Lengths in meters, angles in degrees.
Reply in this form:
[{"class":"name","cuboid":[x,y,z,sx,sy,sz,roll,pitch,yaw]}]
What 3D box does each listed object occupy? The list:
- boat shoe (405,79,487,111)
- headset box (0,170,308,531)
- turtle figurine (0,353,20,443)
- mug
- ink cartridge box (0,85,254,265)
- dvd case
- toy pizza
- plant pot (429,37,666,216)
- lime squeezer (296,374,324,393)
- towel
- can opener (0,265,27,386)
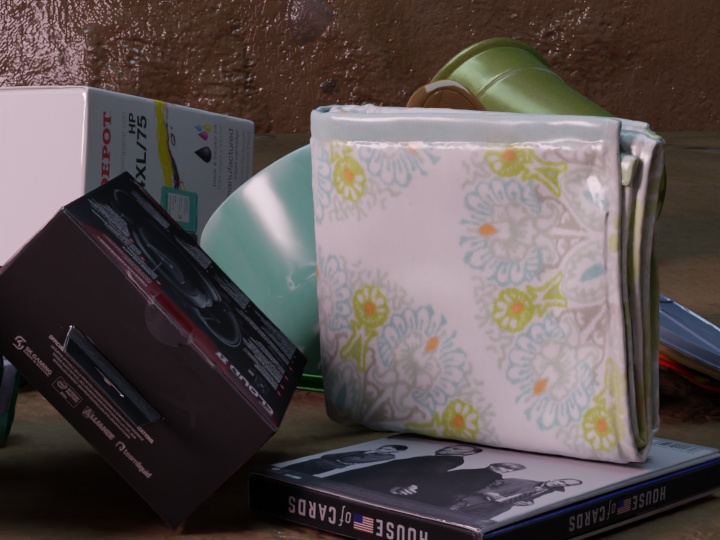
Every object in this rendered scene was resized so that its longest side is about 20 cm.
[{"class":"boat shoe","cuboid":[0.080,-0.031,1.405,0.073,0.201,0.066,-18,-8,-2]},{"class":"headset box","cuboid":[-0.109,0.036,1.036,0.077,0.149,0.200,-44,4,9]},{"class":"turtle figurine","cuboid":[-0.291,0.053,1.121,0.198,0.102,0.150,8,13,2]},{"class":"mug","cuboid":[0.001,-0.005,1.323,0.184,0.115,0.152,-15,-24,-38]},{"class":"ink cartridge box","cuboid":[-0.190,-0.043,1.440,0.145,0.148,0.200,1,-2,31]},{"class":"dvd case","cuboid":[0.065,0.105,1.024,0.150,0.025,0.199,8,11,42]},{"class":"toy pizza","cuboid":[0.173,0.032,1.299,0.199,0.032,0.200,28,9,-4]},{"class":"plant pot","cuboid":[0.173,-0.090,1.874,0.199,0.202,0.190,-6,24,-39]},{"class":"lime squeezer","cuboid":[0.049,0.067,1.173,0.198,0.038,0.071,4,-23,3]},{"class":"towel","cuboid":[0.061,0.004,1.041,0.199,0.173,0.048,6,12,33]},{"class":"can opener","cuboid":[-0.266,0.023,1.256,0.199,0.079,0.063,18,-4,-43]}]
